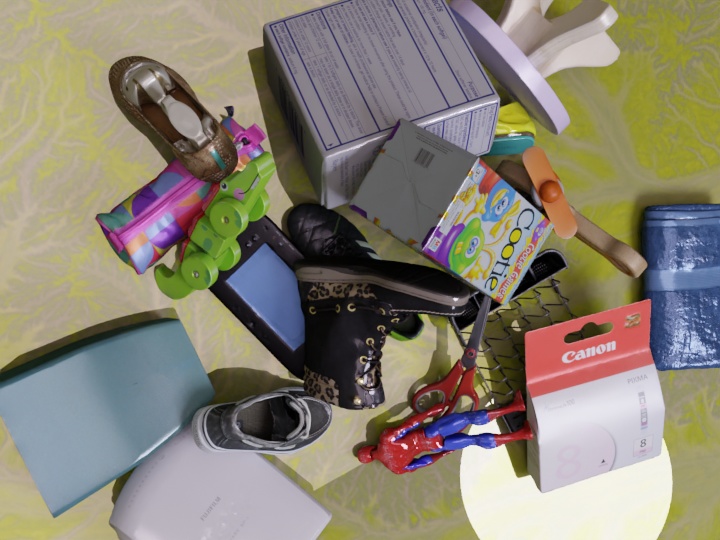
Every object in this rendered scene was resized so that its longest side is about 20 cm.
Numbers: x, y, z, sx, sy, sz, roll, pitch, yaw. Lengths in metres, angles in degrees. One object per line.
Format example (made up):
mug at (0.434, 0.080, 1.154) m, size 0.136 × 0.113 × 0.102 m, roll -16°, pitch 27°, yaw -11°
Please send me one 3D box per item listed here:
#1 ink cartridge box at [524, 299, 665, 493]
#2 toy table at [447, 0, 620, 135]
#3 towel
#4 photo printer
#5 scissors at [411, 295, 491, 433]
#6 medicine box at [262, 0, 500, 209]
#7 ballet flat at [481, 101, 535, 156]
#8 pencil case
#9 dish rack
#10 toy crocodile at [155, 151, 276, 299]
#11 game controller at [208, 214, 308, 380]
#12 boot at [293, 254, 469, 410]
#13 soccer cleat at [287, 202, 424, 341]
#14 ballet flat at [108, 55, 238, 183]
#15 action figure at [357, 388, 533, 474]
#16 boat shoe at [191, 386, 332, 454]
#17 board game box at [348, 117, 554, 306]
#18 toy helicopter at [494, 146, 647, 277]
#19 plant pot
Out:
ink cartridge box at (0.268, 0.146, 1.246) m, size 0.161 × 0.057 × 0.201 m, roll -14°, pitch 126°, yaw -12°
toy table at (0.196, -0.260, 1.206) m, size 0.117 × 0.184 × 0.200 m, roll -45°, pitch 131°, yaw 4°
towel at (0.392, 0.021, 1.310) m, size 0.111 × 0.049 × 0.202 m, roll -2°, pitch 92°, yaw -11°
photo printer at (-0.154, 0.264, 1.166) m, size 0.200 × 0.069 × 0.167 m, roll 39°, pitch 68°, yaw 3°
scissors at (0.126, 0.104, 1.229) m, size 0.073 × 0.014 × 0.201 m, roll 29°, pitch 116°, yaw -3°
medicine box at (0.020, -0.192, 1.159) m, size 0.198 × 0.103 × 0.183 m, roll -19°, pitch 64°, yaw -11°
ballet flat at (0.103, -0.158, 1.243) m, size 0.198 × 0.067 × 0.068 m, roll -9°, pitch 73°, yaw -14°
pencil case at (-0.186, -0.084, 1.168) m, size 0.200 × 0.088 × 0.089 m, roll -41°, pitch 99°, yaw -7°
dish rack at (0.201, 0.092, 1.270) m, size 0.153 × 0.055 × 0.201 m, roll -29°, pitch 98°, yaw -9°
toy crocodile at (-0.146, -0.044, 1.118) m, size 0.062 × 0.068 × 0.200 m, roll 38°, pitch 125°, yaw 3°
game controller at (-0.088, 0.028, 1.204) m, size 0.104 × 0.042 × 0.200 m, roll -40°, pitch 100°, yaw 19°
boot at (0.018, 0.069, 1.140) m, size 0.198 × 0.073 × 0.152 m, roll 8°, pitch 105°, yaw 25°
soccer cleat at (0.000, 0.000, 1.210) m, size 0.068 × 0.081 × 0.200 m, roll -46°, pitch 100°, yaw -7°
ballet flat at (-0.198, -0.172, 1.127) m, size 0.070 × 0.065 × 0.200 m, roll -44°, pitch 67°, yaw -11°
action figure at (0.091, 0.187, 1.236) m, size 0.198 × 0.052 × 0.066 m, roll -16°, pitch 113°, yaw 5°
boat shoe at (-0.085, 0.163, 1.153) m, size 0.199 × 0.070 × 0.073 m, roll -4°, pitch 84°, yaw -53°
board game box at (0.097, -0.054, 1.106) m, size 0.104 × 0.105 × 0.200 m, roll -59°, pitch 145°, yaw 2°
toy helicopter at (0.229, -0.061, 1.200) m, size 0.200 × 0.132 × 0.079 m, roll 38°, pitch 83°, yaw 23°
plant pot at (-0.263, 0.134, 1.137) m, size 0.199 × 0.141 × 0.142 m, roll -27°, pitch 97°, yaw -18°
